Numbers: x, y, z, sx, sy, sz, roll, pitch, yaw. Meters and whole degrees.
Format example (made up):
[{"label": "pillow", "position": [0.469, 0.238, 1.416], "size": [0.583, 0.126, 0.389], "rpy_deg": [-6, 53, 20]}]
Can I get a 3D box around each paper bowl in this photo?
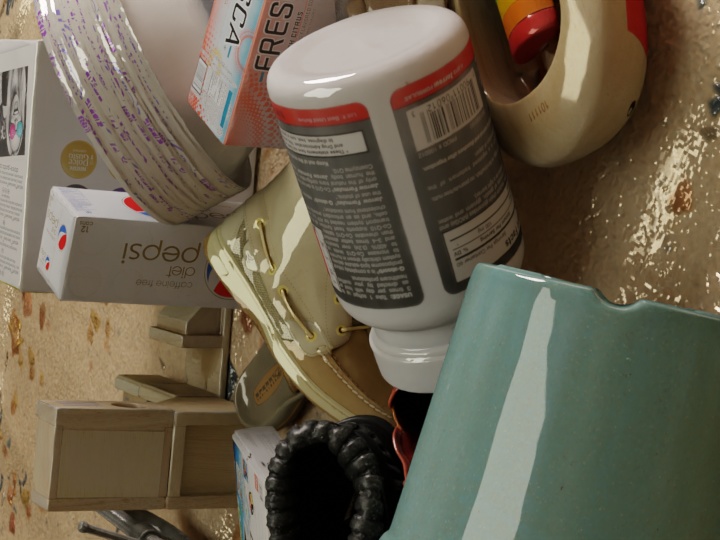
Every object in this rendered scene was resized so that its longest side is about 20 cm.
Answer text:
[{"label": "paper bowl", "position": [-0.134, -0.142, 1.053], "size": [0.104, 0.201, 0.201], "rpy_deg": [-26, 57, 10]}]

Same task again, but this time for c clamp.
[{"label": "c clamp", "position": [-0.179, 0.209, 1.232], "size": [0.200, 0.170, 0.027], "rpy_deg": [12, 75, 63]}]

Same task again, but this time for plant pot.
[{"label": "plant pot", "position": [0.107, 0.106, 0.748], "size": [0.200, 0.199, 0.197], "rpy_deg": [14, 91, 58]}]

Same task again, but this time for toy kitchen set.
[{"label": "toy kitchen set", "position": [-0.202, 0.097, 1.250], "size": [0.200, 0.180, 0.164], "rpy_deg": [9, 94, 58]}]

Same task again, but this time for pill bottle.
[{"label": "pill bottle", "position": [0.028, -0.038, 0.854], "size": [0.116, 0.116, 0.201], "rpy_deg": [27, 140, 56]}]

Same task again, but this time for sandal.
[{"label": "sandal", "position": [-0.052, 0.052, 1.123], "size": [0.200, 0.054, 0.081], "rpy_deg": [-52, 46, 36]}]

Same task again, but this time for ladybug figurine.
[{"label": "ladybug figurine", "position": [0.110, -0.152, 0.859], "size": [0.136, 0.072, 0.201], "rpy_deg": [-40, 55, 52]}]

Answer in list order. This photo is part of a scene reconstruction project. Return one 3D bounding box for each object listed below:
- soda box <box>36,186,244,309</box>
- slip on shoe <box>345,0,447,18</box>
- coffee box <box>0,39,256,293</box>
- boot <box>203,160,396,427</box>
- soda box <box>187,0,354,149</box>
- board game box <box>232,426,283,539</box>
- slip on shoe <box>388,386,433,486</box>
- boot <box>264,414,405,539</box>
[{"label": "soda box", "position": [-0.135, -0.015, 1.129], "size": [0.064, 0.199, 0.068], "rpy_deg": [41, 121, 53]}, {"label": "slip on shoe", "position": [0.031, -0.079, 0.936], "size": [0.076, 0.060, 0.201], "rpy_deg": [-95, -2, -60]}, {"label": "coffee box", "position": [-0.219, -0.087, 1.273], "size": [0.200, 0.199, 0.199], "rpy_deg": [14, 100, 58]}, {"label": "boot", "position": [0.000, 0.000, 1.022], "size": [0.156, 0.073, 0.200], "rpy_deg": [-47, 70, 22]}, {"label": "soda box", "position": [-0.043, -0.175, 0.921], "size": [0.064, 0.068, 0.201], "rpy_deg": [49, 129, 45]}, {"label": "board game box", "position": [-0.058, 0.225, 1.078], "size": [0.126, 0.034, 0.201], "rpy_deg": [-147, 52, -73]}, {"label": "slip on shoe", "position": [0.049, 0.074, 0.913], "size": [0.074, 0.061, 0.200], "rpy_deg": [-46, 26, 26]}, {"label": "boot", "position": [0.012, 0.183, 0.876], "size": [0.212, 0.079, 0.158], "rpy_deg": [65, -174, 4]}]
